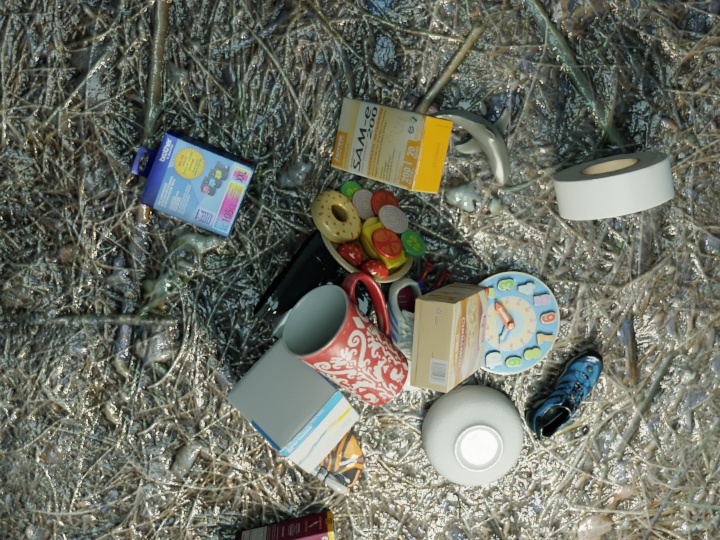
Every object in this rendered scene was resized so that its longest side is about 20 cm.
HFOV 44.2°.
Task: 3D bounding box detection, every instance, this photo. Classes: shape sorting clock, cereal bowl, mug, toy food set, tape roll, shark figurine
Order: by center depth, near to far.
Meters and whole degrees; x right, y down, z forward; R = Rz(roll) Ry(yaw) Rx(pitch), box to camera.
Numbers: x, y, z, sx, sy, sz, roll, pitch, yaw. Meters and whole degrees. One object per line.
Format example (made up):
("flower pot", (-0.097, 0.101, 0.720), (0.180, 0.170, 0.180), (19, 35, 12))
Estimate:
("mug", (-0.001, 0.117, 1.469), (0.178, 0.133, 0.200), (-45, 128, 2))
("tape roll", (0.442, -0.150, 1.553), (0.201, 0.203, 0.071), (-15, 103, 0))
("toy food set", (0.015, -0.070, 1.562), (0.200, 0.197, 0.049), (54, 136, 11))
("shark figurine", (0.193, -0.249, 1.573), (0.213, 0.090, 0.129), (23, 99, -10))
("shape sorting clock", (0.282, 0.101, 1.678), (0.198, 0.039, 0.202), (-1, 103, -3))
("cereal bowl", (0.219, 0.326, 1.701), (0.198, 0.083, 0.202), (-1, 103, -3))

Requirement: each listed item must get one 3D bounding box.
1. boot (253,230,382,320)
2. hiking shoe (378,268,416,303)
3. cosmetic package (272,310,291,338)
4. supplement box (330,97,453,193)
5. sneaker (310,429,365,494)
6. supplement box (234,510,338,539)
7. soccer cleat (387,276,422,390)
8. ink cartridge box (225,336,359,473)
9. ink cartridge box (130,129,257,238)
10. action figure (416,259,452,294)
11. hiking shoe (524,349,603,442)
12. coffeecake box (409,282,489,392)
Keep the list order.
("boot", (-0.068, 0.051, 1.527), (0.168, 0.076, 0.200), (43, 59, -11))
("hiking shoe", (0.000, 0.000, 1.618), (0.199, 0.076, 0.101), (28, 96, -10))
("cosmetic package", (-0.060, 0.123, 1.624), (0.199, 0.113, 0.081), (36, 97, -12))
("supplement box", (0.050, -0.215, 1.515), (0.073, 0.199, 0.127), (-1, 106, -46))
("sneaker", (-0.079, 0.327, 1.694), (0.199, 0.078, 0.112), (34, 84, -5))
("supplement box", (-0.138, 0.555, 1.725), (0.198, 0.086, 0.111), (-13, 103, -1))
("soccer cleat", (0.081, 0.111, 1.559), (0.069, 0.086, 0.202), (-4, 86, -13))
("ink cartridge box", (-0.114, 0.242, 1.566), (0.147, 0.200, 0.145), (39, 80, 24))
("ink cartridge box", (-0.299, -0.160, 1.565), (0.199, 0.076, 0.137), (21, 100, -6))
("action figure", (0.098, 0.086, 1.635), (0.065, 0.099, 0.201), (28, 102, -6))
("hiking shoe", (0.400, 0.243, 1.692), (0.074, 0.087, 0.200), (35, 98, -10))
("coffeecake box", (0.160, 0.112, 1.564), (0.073, 0.200, 0.155), (8, 101, 24))
